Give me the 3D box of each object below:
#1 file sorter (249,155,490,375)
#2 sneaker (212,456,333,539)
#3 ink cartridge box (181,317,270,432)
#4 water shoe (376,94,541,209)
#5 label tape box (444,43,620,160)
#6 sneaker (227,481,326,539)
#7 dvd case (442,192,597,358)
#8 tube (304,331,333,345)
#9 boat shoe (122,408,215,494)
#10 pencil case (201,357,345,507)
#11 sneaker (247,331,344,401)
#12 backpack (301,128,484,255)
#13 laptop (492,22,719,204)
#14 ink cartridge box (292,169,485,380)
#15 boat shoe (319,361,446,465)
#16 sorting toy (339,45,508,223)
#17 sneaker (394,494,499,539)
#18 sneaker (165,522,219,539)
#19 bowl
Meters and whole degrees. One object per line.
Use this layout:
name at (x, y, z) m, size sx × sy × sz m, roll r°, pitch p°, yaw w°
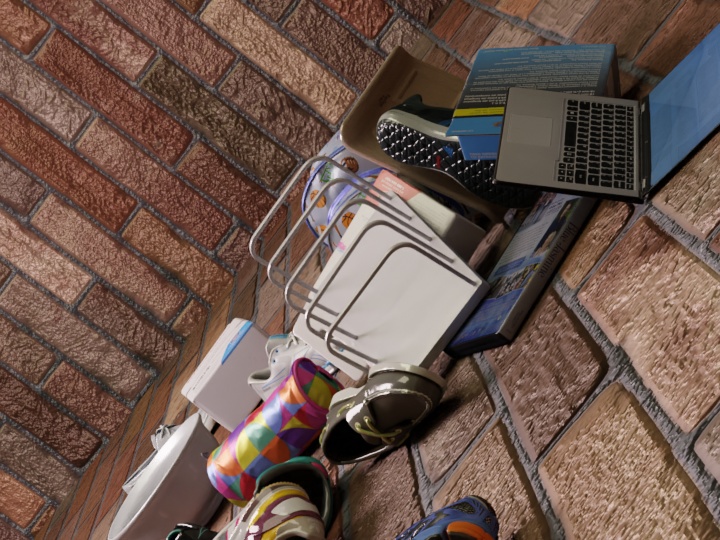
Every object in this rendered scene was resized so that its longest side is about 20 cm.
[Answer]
file sorter at (0.000, 0.000, 1.572) m, size 0.139 × 0.124 × 0.200 m, roll -53°, pitch 39°, yaw 9°
sneaker at (-0.091, 0.260, 1.561) m, size 0.201 × 0.083 × 0.121 m, roll -55°, pitch 0°, yaw -19°
ink cartridge box at (-0.187, 0.153, 2.406) m, size 0.146 × 0.084 × 0.200 m, roll -54°, pitch 8°, yaw -6°
water shoe at (0.115, -0.133, 1.672) m, size 0.079 × 0.199 × 0.072 m, roll -48°, pitch -26°, yaw -40°
label tape box at (0.171, -0.151, 1.573) m, size 0.143 × 0.064 × 0.200 m, roll 0°, pitch 32°, yaw 16°
sneaker at (-0.097, 0.294, 1.468) m, size 0.201 × 0.075 × 0.090 m, roll -64°, pitch 29°, yaw 15°
dvd case at (0.156, -0.009, 1.508) m, size 0.201 × 0.018 × 0.143 m, roll -57°, pitch 9°, yaw -17°
tube at (-0.015, 0.046, 1.831) m, size 0.052 × 0.058 × 0.200 m, roll -19°, pitch -6°, yaw 17°
boat shoe at (-0.299, 0.281, 2.531) m, size 0.201 × 0.071 × 0.070 m, roll -53°, pitch 9°, yaw 4°
pencil case at (-0.098, 0.186, 1.855) m, size 0.200 × 0.088 × 0.089 m, roll -46°, pitch 12°, yaw 31°
sneaker at (-0.070, 0.100, 2.024) m, size 0.200 × 0.087 × 0.075 m, roll -48°, pitch 9°, yaw 23°
backpack at (0.029, -0.075, 1.840) m, size 0.200 × 0.190 × 0.154 m, roll -49°, pitch 7°, yaw 25°
laptop at (0.224, -0.153, 1.392) m, size 0.188 × 0.198 × 0.117 m, roll -74°, pitch -10°, yaw -58°
ink cartridge box at (0.027, 0.012, 1.698) m, size 0.116 × 0.067 × 0.201 m, roll 34°, pitch 95°, yaw 37°
boat shoe at (0.019, 0.136, 1.501) m, size 0.202 × 0.072 × 0.061 m, roll -37°, pitch 28°, yaw 61°
sorting toy at (0.092, -0.148, 1.776) m, size 0.186 × 0.199 × 0.037 m, roll -58°, pitch -5°, yaw -44°
sneaker at (0.031, 0.225, 1.134) m, size 0.200 × 0.075 × 0.078 m, roll -38°, pitch 7°, yaw 32°
sneaker at (-0.184, 0.313, 1.822) m, size 0.076 × 0.079 × 0.200 m, roll -55°, pitch 8°, yaw -16°
bowl at (-0.237, 0.294, 2.118) m, size 0.201 × 0.090 × 0.201 m, roll -51°, pitch 10°, yaw 13°
